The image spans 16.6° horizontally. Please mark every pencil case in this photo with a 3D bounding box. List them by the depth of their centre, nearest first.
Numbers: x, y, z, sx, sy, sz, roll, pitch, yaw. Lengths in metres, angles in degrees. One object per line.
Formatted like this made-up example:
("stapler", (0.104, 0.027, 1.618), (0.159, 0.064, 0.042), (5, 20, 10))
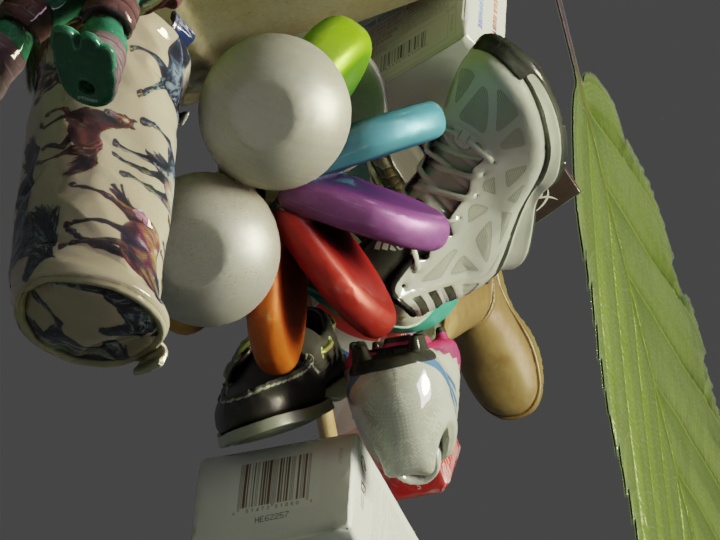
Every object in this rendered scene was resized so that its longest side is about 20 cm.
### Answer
("pencil case", (-0.126, -0.043, 1.233), (0.089, 0.078, 0.201), (22, 47, -24))

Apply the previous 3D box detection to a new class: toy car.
("toy car", (-0.026, -0.036, 1.363), (0.201, 0.150, 0.175), (-62, 172, 9))

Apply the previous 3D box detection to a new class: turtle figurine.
("turtle figurine", (-0.124, -0.164, 1.204), (0.101, 0.149, 0.201), (50, 45, -31))

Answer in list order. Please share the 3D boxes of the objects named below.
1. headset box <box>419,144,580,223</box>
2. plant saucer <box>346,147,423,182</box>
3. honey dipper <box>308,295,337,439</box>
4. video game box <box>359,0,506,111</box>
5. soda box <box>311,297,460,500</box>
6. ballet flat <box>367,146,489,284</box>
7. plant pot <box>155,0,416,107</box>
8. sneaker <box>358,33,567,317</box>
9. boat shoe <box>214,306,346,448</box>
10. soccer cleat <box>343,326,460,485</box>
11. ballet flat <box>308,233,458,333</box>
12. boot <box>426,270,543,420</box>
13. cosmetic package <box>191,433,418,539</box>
("headset box", (0.062, -0.121, 1.693), (0.200, 0.077, 0.149), (56, 4, -4))
("plant saucer", (0.024, -0.066, 1.760), (0.200, 0.036, 0.201), (45, 32, -38))
("honey dipper", (-0.033, 0.052, 1.583), (0.038, 0.038, 0.201), (-55, 138, -68))
("video game box", (0.004, -0.149, 1.544), (0.047, 0.200, 0.183), (39, 37, -33))
("soda box", (0.004, 0.055, 1.642), (0.063, 0.070, 0.201), (-69, 144, -64))
("ballet flat", (0.037, -0.035, 1.639), (0.200, 0.046, 0.068), (49, 27, -60))
("plant pot", (-0.043, -0.213, 1.450), (0.200, 0.183, 0.202), (-11, 90, -74))
("sneaker", (0.053, -0.040, 1.431), (0.115, 0.076, 0.201), (-37, 152, -28))
("boat shoe", (-0.050, 0.061, 1.462), (0.201, 0.071, 0.061), (-32, 106, -80))
("soccer cleat", (0.025, 0.081, 1.451), (0.200, 0.069, 0.087), (-8, 89, -84))
("ballet flat", (0.000, 0.000, 1.529), (0.200, 0.070, 0.068), (23, 91, -37))
("boot", (0.075, 0.044, 1.918), (0.176, 0.066, 0.200), (68, 15, 2))
("cosmetic package", (-0.017, 0.185, 1.438), (0.200, 0.101, 0.074), (61, 25, -44))
